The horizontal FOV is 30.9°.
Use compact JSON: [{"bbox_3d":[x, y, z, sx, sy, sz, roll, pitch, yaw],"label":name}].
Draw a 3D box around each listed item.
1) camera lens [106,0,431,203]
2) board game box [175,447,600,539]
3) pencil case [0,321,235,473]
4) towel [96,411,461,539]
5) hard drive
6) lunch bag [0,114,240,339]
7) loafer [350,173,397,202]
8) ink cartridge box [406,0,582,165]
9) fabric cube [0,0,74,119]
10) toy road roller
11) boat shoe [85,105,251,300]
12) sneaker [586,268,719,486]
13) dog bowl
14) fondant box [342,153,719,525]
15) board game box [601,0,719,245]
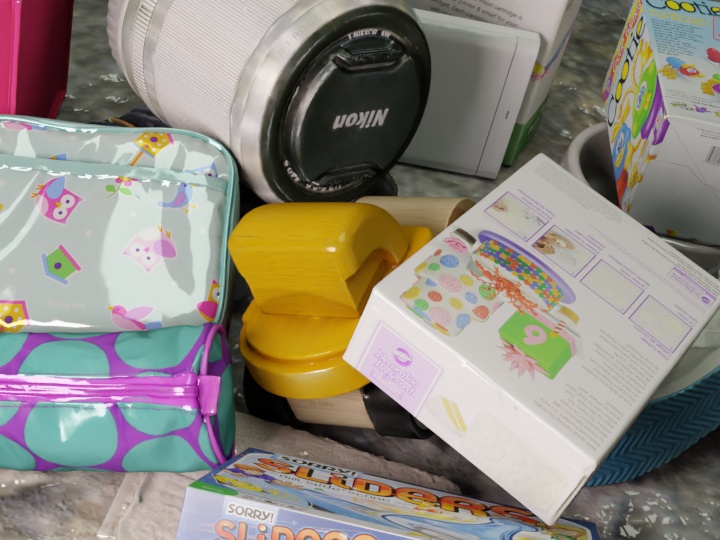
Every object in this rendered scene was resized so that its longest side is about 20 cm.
[{"bbox_3d":[-0.062,-0.146,0.898,0.159,0.161,0.200,-20,43,-36],"label":"camera lens"},{"bbox_3d":[0.021,0.135,0.656,0.199,0.035,0.135,11,1,7],"label":"board game box"},{"bbox_3d":[-0.169,0.072,0.726,0.199,0.092,0.086,-1,77,3],"label":"pencil case"},{"bbox_3d":[-0.042,0.145,0.754,0.199,0.035,0.133,16,39,1],"label":"towel"},{"bbox_3d":[0.030,-0.149,1.050,0.199,0.132,0.027,10,39,-7],"label":"hard drive"},{"bbox_3d":[-0.176,-0.018,0.817,0.199,0.077,0.161,5,70,-3],"label":"lunch bag"},{"bbox_3d":[-0.060,-0.090,1.018,0.200,0.073,0.072,30,2,28],"label":"loafer"},{"bbox_3d":[0.102,-0.213,1.097,0.144,0.201,0.084,26,40,13],"label":"ink cartridge box"},{"bbox_3d":[-0.317,-0.176,0.918,0.198,0.197,0.200,10,38,-6],"label":"fabric cube"},{"bbox_3d":[0.000,0.000,0.807,0.122,0.146,0.200,2,43,29],"label":"toy road roller"},{"bbox_3d":[-0.125,-0.059,0.940,0.200,0.071,0.091,35,44,24],"label":"boat shoe"},{"bbox_3d":[0.187,0.070,0.849,0.199,0.077,0.081,-27,42,-2],"label":"sneaker"},{"bbox_3d":[0.246,-0.051,1.065,0.199,0.059,0.201,9,39,-7],"label":"dog bowl"},{"bbox_3d":[0.105,0.029,0.736,0.144,0.058,0.200,38,41,13],"label":"fondant box"},{"bbox_3d":[0.261,-0.124,1.028,0.104,0.103,0.200,12,39,-4],"label":"board game box"}]
